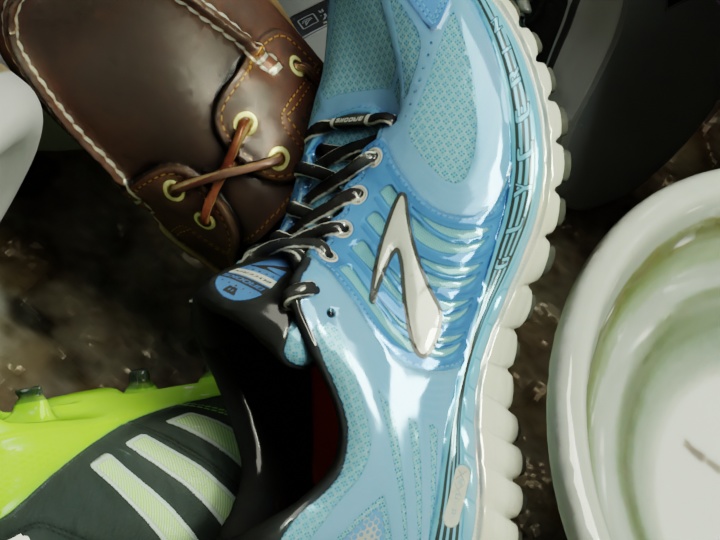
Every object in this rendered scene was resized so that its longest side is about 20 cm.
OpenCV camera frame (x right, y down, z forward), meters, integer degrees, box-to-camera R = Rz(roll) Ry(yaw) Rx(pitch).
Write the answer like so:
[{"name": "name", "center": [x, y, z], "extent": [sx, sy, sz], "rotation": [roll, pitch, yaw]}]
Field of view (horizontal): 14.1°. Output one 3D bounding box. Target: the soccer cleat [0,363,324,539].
[{"name": "soccer cleat", "center": [-0.055, 0.068, 0.834], "extent": [0.199, 0.067, 0.082], "rotation": [-7, 88, -41]}]

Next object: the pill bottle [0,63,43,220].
[{"name": "pill bottle", "center": [-0.199, -0.057, 0.817], "extent": [0.200, 0.116, 0.116], "rotation": [35, 47, 2]}]

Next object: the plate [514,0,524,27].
[{"name": "plate", "center": [-0.011, -0.137, 0.956], "extent": [0.199, 0.201, 0.026], "rotation": [5, 13, -24]}]

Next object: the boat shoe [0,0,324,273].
[{"name": "boat shoe", "center": [-0.031, -0.035, 0.864], "extent": [0.200, 0.070, 0.070], "rotation": [35, 22, -36]}]

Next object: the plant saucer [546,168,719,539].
[{"name": "plant saucer", "center": [0.128, 0.070, 0.841], "extent": [0.199, 0.050, 0.201], "rotation": [15, 59, -27]}]

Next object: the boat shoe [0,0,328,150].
[{"name": "boat shoe", "center": [-0.035, -0.102, 0.903], "extent": [0.199, 0.072, 0.066], "rotation": [-25, 62, 9]}]

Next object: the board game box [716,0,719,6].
[{"name": "board game box", "center": [0.212, -0.069, 0.881], "extent": [0.165, 0.057, 0.201], "rotation": [-31, 86, -27]}]

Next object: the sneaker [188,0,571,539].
[{"name": "sneaker", "center": [0.000, 0.000, 0.800], "extent": [0.090, 0.078, 0.201], "rotation": [13, 71, -34]}]

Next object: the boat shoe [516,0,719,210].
[{"name": "boat shoe", "center": [0.080, -0.104, 0.947], "extent": [0.073, 0.200, 0.068], "rotation": [-26, 56, -17]}]
